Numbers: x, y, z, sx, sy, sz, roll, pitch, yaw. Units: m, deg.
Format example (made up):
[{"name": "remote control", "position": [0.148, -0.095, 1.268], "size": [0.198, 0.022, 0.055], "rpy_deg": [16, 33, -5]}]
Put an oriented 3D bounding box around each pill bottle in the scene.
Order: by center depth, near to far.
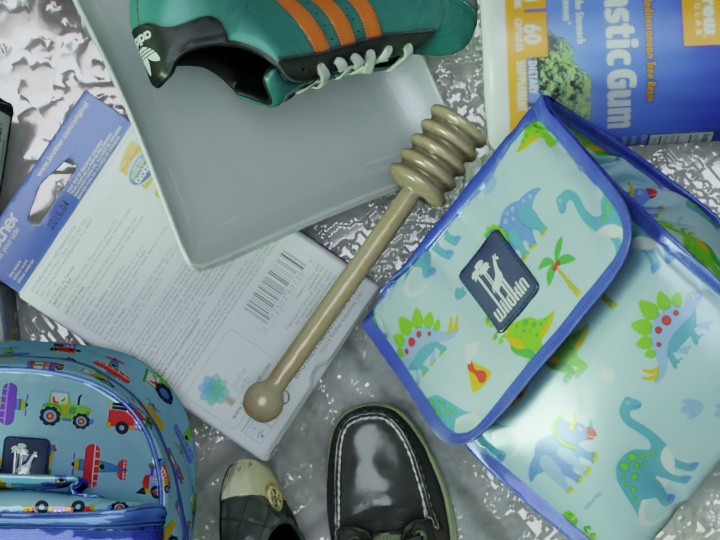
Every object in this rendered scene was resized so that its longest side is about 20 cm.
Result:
[{"name": "pill bottle", "position": [0.166, -0.125, 1.254], "size": [0.198, 0.112, 0.113], "rpy_deg": [-4, 86, 4]}]

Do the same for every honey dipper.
[{"name": "honey dipper", "position": [0.000, 0.000, 1.248], "size": [0.038, 0.038, 0.201], "rpy_deg": [33, 83, 5]}]

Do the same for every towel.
[{"name": "towel", "position": [-0.143, -0.117, 1.311], "size": [0.198, 0.032, 0.192], "rpy_deg": [-10, 85, 2]}]

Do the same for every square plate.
[{"name": "square plate", "position": [-0.057, -0.119, 1.263], "size": [0.197, 0.028, 0.201], "rpy_deg": [-23, 88, -32]}]

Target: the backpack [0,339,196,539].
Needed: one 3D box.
[{"name": "backpack", "position": [-0.172, 0.135, 1.200], "size": [0.181, 0.135, 0.202], "rpy_deg": [6, 83, 0]}]

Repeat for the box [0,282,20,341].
[{"name": "box", "position": [-0.266, 0.115, 1.293], "size": [0.157, 0.048, 0.202], "rpy_deg": [-8, 86, 1]}]

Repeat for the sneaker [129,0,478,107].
[{"name": "sneaker", "position": [-0.029, -0.123, 1.226], "size": [0.199, 0.071, 0.081], "rpy_deg": [3, 75, -21]}]

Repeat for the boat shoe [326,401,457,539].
[{"name": "boat shoe", "position": [0.021, 0.173, 1.264], "size": [0.071, 0.066, 0.202], "rpy_deg": [-8, 86, 3]}]

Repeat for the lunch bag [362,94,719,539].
[{"name": "lunch bag", "position": [0.121, 0.031, 1.219], "size": [0.200, 0.127, 0.170], "rpy_deg": [42, 111, 7]}]

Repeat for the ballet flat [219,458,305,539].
[{"name": "ballet flat", "position": [-0.030, 0.194, 1.251], "size": [0.057, 0.066, 0.201], "rpy_deg": [-31, 67, 30]}]

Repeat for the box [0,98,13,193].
[{"name": "box", "position": [-0.305, -0.050, 1.242], "size": [0.199, 0.106, 0.123], "rpy_deg": [2, 76, 24]}]

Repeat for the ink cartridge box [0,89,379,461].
[{"name": "ink cartridge box", "position": [-0.103, 0.001, 1.274], "size": [0.199, 0.042, 0.120], "rpy_deg": [34, 93, -9]}]
